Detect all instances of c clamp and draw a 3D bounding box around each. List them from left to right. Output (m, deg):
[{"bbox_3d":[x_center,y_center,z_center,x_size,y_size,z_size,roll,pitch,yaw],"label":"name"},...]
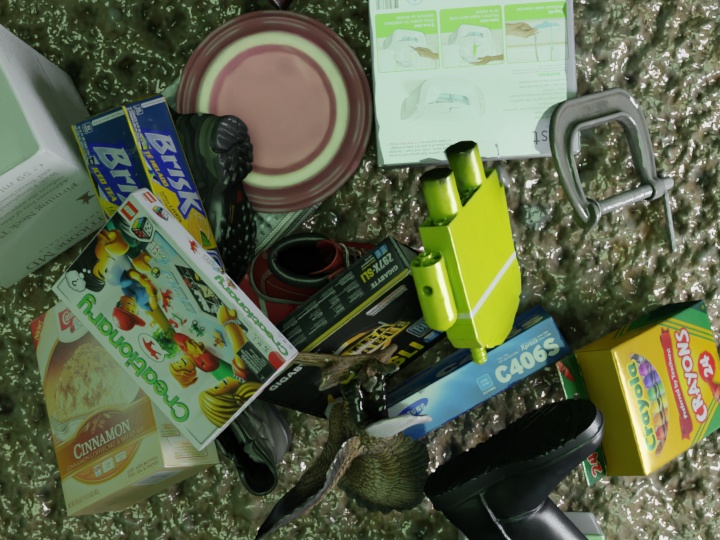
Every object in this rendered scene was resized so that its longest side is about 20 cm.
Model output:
[{"bbox_3d":[0.249,-0.092,1.184,0.027,0.199,0.173,-8,92,44],"label":"c clamp"}]

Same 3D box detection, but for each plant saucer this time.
[{"bbox_3d":[-0.086,-0.157,1.213,0.198,0.051,0.203,0,94,-1],"label":"plant saucer"}]

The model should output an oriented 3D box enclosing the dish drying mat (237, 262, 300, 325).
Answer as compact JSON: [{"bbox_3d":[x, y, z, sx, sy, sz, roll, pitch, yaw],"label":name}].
[{"bbox_3d":[-0.157,0.008,1.239,0.199,0.018,0.077,33,99,-10],"label":"dish drying mat"}]

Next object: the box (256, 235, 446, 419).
[{"bbox_3d":[-0.001,0.062,1.184,0.199,0.159,0.050,-38,62,15],"label":"box"}]

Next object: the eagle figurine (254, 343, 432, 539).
[{"bbox_3d":[-0.010,0.168,1.144,0.150,0.151,0.202,11,107,10],"label":"eagle figurine"}]

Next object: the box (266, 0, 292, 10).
[{"bbox_3d":[-0.086,-0.383,1.159,0.165,0.164,0.201,36,95,-2],"label":"box"}]

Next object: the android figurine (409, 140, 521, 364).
[{"bbox_3d":[0.102,-0.011,1.140,0.041,0.182,0.202,-1,120,29],"label":"android figurine"}]

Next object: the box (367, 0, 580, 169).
[{"bbox_3d":[0.109,-0.195,1.206,0.197,0.097,0.179,-5,96,1],"label":"box"}]

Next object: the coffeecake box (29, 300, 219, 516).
[{"bbox_3d":[-0.232,0.115,1.187,0.153,0.073,0.202,-29,68,35],"label":"coffeecake box"}]

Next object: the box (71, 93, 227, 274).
[{"bbox_3d":[-0.189,-0.054,1.126,0.069,0.064,0.202,-14,100,30],"label":"box"}]

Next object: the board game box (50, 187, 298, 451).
[{"bbox_3d":[-0.165,0.043,1.082,0.200,0.035,0.126,46,112,4],"label":"board game box"}]

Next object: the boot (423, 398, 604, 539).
[{"bbox_3d":[0.172,0.222,1.136,0.197,0.074,0.163,-31,109,21],"label":"boot"}]

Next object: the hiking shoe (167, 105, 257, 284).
[{"bbox_3d":[-0.158,-0.061,1.189,0.100,0.076,0.202,18,115,26],"label":"hiking shoe"}]

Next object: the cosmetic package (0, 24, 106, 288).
[{"bbox_3d":[-0.349,-0.109,1.152,0.166,0.200,0.167,-32,75,6],"label":"cosmetic package"}]

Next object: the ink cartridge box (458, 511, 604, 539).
[{"bbox_3d":[0.172,0.357,1.259,0.143,0.088,0.203,1,97,1],"label":"ink cartridge box"}]

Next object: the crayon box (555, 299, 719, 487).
[{"bbox_3d":[0.280,0.118,1.191,0.199,0.051,0.128,-21,97,-41],"label":"crayon box"}]

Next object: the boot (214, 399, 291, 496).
[{"bbox_3d":[-0.137,0.123,1.222,0.067,0.131,0.201,-37,93,6],"label":"boot"}]

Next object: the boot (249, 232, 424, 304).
[{"bbox_3d":[0.000,0.000,1.188,0.198,0.144,0.073,1,81,-15],"label":"boot"}]

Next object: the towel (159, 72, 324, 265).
[{"bbox_3d":[-0.142,-0.106,1.251,0.192,0.035,0.200,-44,92,4],"label":"towel"}]

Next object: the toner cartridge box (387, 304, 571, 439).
[{"bbox_3d":[0.109,0.106,1.234,0.199,0.095,0.043,-30,93,3],"label":"toner cartridge box"}]
